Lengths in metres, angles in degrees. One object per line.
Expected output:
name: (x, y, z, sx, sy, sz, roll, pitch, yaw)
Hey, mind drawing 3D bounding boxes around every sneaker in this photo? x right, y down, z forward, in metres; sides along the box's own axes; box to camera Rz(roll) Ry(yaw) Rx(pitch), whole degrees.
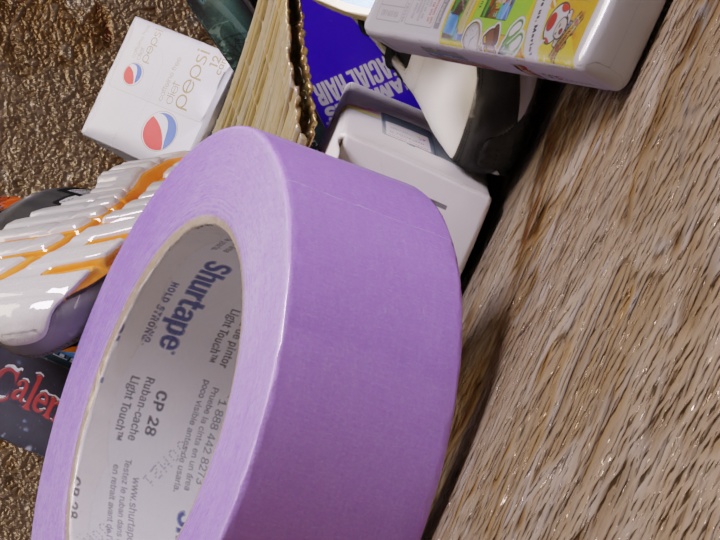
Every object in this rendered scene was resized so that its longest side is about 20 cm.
sneaker: (-0.085, 0.005, 1.144, 0.200, 0.078, 0.078, -34, -64, -65)
sneaker: (0.014, -0.112, 1.166, 0.201, 0.079, 0.074, -112, 32, -41)

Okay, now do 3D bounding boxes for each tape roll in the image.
tape roll: (-0.043, 0.057, 0.979, 0.200, 0.065, 0.201, -50, 30, 43)

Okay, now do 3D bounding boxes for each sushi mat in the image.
sushi mat: (-0.042, -0.058, 1.229, 0.200, 0.012, 0.096, 115, 149, -66)

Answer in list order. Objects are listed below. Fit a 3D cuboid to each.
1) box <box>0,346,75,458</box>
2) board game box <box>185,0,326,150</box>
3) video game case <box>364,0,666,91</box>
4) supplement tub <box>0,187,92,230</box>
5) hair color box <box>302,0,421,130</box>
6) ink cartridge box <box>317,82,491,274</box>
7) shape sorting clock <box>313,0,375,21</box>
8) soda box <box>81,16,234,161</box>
box: (-0.100, 0.054, 1.190, 0.137, 0.199, 0.038, -93, 27, -82)
board game box: (-0.043, -0.132, 1.344, 0.028, 0.200, 0.136, -21, 37, 18)
video game case: (0.084, -0.162, 1.006, 0.201, 0.023, 0.182, -65, 24, -2)
supplement tub: (-0.111, 0.029, 1.404, 0.199, 0.122, 0.123, 15, 75, 42)
hair color box: (-0.009, -0.143, 1.302, 0.065, 0.201, 0.109, -23, 19, 18)
ink cartridge box: (0.000, 0.000, 1.173, 0.200, 0.067, 0.118, -82, 16, -79)
shape sorting clock: (0.035, -0.189, 1.126, 0.201, 0.199, 0.039, -65, -28, -11)
soda box: (-0.048, -0.054, 1.429, 0.200, 0.068, 0.064, 31, -97, -58)
